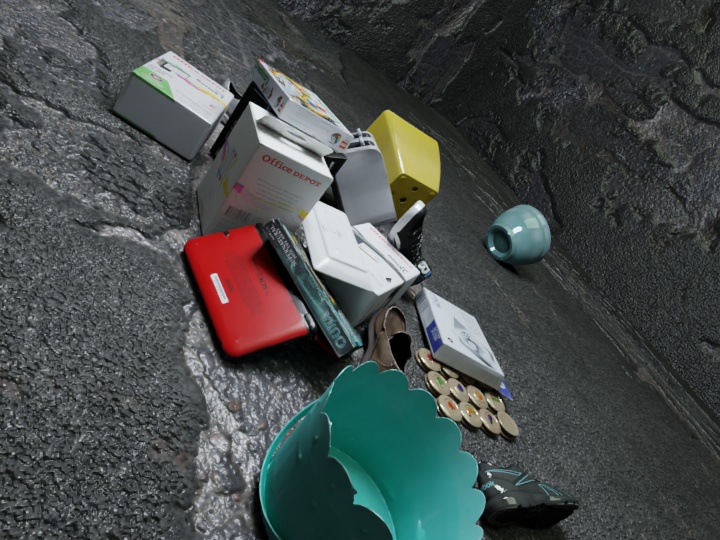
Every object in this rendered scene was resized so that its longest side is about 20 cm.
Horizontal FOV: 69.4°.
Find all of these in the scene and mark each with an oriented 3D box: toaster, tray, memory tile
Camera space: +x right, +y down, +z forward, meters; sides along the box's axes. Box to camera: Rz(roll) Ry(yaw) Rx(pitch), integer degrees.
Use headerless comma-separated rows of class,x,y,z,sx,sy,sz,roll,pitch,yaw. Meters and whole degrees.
toaster,-0.004,-0.179,1.077,0.181,0.118,0.202,-97,173,-65
tray,-0.040,-0.051,0.815,0.107,0.022,0.201,21,29,-30
memory tile,0.187,0.216,0.911,0.199,0.017,0.154,25,30,-33

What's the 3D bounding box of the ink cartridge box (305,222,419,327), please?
ink cartridge box,0.000,0.000,0.910,0.145,0.084,0.200,45,25,12

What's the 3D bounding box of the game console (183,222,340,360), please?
game console,-0.134,0.046,0.725,0.171,0.119,0.201,-16,54,-25

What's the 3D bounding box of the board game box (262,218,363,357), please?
board game box,-0.063,0.028,0.731,0.201,0.028,0.135,58,1,9

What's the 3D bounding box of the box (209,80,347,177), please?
box,-0.152,-0.209,0.940,0.200,0.164,0.086,48,26,14

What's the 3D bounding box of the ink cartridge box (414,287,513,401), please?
ink cartridge box,0.206,0.137,1.011,0.199,0.041,0.200,30,21,-20

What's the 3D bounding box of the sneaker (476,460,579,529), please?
sneaker,0.243,0.319,0.753,0.199,0.076,0.080,23,28,-34

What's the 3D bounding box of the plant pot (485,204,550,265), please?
plant pot,0.496,-0.104,1.701,0.133,0.201,0.201,-15,55,-29

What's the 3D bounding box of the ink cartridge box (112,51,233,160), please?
ink cartridge box,-0.325,-0.302,0.935,0.144,0.084,0.201,32,26,-19

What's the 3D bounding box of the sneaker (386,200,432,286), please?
sneaker,0.106,-0.041,1.004,0.112,0.200,0.073,42,55,7

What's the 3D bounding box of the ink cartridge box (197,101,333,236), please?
ink cartridge box,-0.144,-0.141,0.796,0.128,0.200,0.126,21,31,-37

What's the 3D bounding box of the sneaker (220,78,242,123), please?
sneaker,-0.232,-0.321,1.103,0.199,0.082,0.075,37,25,-8

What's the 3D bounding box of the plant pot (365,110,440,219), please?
plant pot,0.088,-0.241,1.327,0.199,0.200,0.178,20,44,-37

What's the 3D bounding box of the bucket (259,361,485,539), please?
bucket,0.008,0.211,0.518,0.206,0.135,0.208,33,25,-18

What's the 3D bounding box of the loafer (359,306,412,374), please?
loafer,0.053,0.118,0.796,0.073,0.071,0.200,53,25,-19

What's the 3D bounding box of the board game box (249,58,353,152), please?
board game box,-0.100,-0.272,0.854,0.126,0.035,0.200,22,24,-38
